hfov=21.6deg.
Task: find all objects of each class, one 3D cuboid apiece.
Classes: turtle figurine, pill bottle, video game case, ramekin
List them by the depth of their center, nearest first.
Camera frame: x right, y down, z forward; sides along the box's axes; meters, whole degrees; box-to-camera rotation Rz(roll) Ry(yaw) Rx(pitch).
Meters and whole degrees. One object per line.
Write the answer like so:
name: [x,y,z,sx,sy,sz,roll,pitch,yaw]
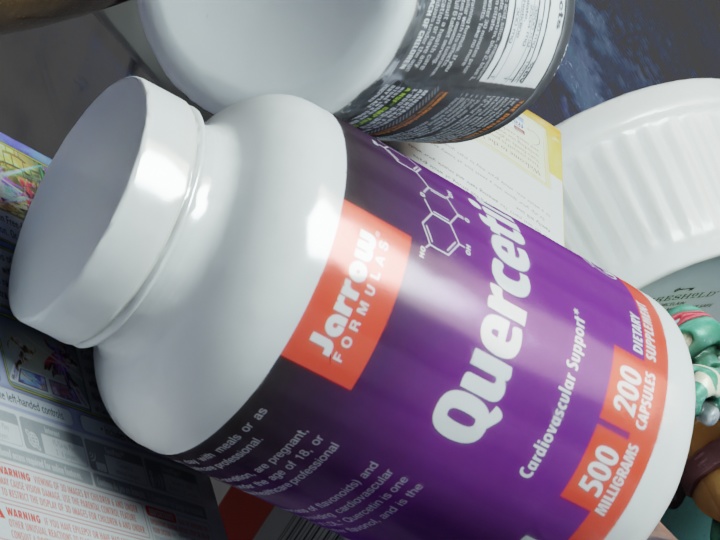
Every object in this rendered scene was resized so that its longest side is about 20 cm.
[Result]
video game case: [-0.116,0.036,0.544,0.200,0.045,0.182,30,37,-57]
pill bottle: [-0.001,0.021,0.576,0.199,0.112,0.113,28,34,-26]
pill bottle: [0.012,-0.099,0.674,0.107,0.106,0.200,64,23,10]
turtle figurine: [0.150,0.083,0.824,0.150,0.100,0.201,101,-28,-59]
ramekin: [0.150,-0.006,1.033,0.202,0.202,0.095,26,36,-59]

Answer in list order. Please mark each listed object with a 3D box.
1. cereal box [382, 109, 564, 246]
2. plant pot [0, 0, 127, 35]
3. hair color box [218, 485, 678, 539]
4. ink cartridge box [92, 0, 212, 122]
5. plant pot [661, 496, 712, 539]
cereal box: [0.015,-0.026,0.741,0.143,0.040,0.201,31,33,-16]
plant pot: [-0.119,-0.161,0.652,0.188,0.186,0.200,56,35,-15]
hair color box: [0.049,0.116,0.715,0.199,0.064,0.111,14,25,-50]
ink cartridge box: [-0.040,-0.117,0.893,0.200,0.083,0.145,50,21,-31]
plant pot: [0.152,0.138,0.958,0.201,0.141,0.141,60,17,22]
